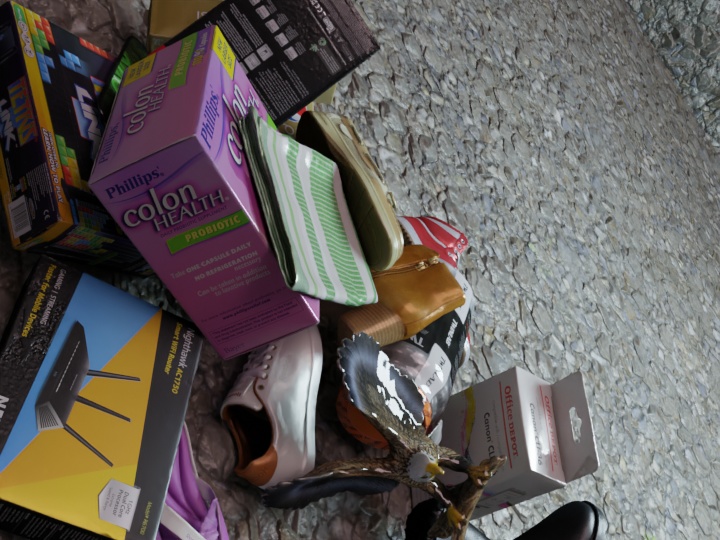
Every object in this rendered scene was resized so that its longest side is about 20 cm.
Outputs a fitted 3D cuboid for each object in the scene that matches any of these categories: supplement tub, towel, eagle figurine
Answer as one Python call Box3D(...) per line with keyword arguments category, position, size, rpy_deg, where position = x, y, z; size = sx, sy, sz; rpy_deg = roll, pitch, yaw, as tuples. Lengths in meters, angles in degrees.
Box3D(category="supplement tub", position=(0.047, 0.085, 1.012), size=(0.123, 0.122, 0.201), rpy_deg=(46, 36, -18))
Box3D(category="towel", position=(-0.040, -0.046, 0.821), size=(0.200, 0.023, 0.155), rpy_deg=(24, 48, -71))
Box3D(category="eagle figurine", position=(0.026, 0.160, 0.838), size=(0.198, 0.151, 0.153), rpy_deg=(26, 46, -13))

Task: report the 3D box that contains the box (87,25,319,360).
Box3D(category="box", position=(-0.118, -0.065, 0.797), size=(0.177, 0.095, 0.201), rpy_deg=(-92, 156, -51))

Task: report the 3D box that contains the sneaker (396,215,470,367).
Box3D(category="sneaker", position=(0.101, 0.019, 1.172), size=(0.112, 0.071, 0.202), rpy_deg=(-11, 72, -50))

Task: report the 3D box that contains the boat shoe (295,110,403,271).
Box3D(category="boat shoe", position=(-0.001, -0.085, 0.957), size=(0.062, 0.074, 0.202), rpy_deg=(-6, 48, -32))

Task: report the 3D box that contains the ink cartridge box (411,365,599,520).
Box3D(category="ink cartridge box", position=(0.143, 0.179, 0.994), size=(0.067, 0.199, 0.118), rpy_deg=(26, 46, -37))

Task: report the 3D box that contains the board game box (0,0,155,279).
Box3D(category="board game box", position=(-0.238, -0.104, 0.815), size=(0.165, 0.056, 0.203), rpy_deg=(17, 52, -63))

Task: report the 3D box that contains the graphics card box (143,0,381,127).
Box3D(category="graphics card box", position=(-0.093, -0.206, 0.915), size=(0.199, 0.051, 0.126), rpy_deg=(-39, 101, -10))

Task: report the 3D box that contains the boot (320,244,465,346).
Box3D(category="boot", position=(0.000, 0.000, 0.972), size=(0.143, 0.072, 0.201), rpy_deg=(-24, 50, -30))

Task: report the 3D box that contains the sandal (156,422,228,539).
Box3D(category="sandal", position=(-0.140, 0.190, 0.762), size=(0.082, 0.050, 0.205), rpy_deg=(-9, 71, -53))

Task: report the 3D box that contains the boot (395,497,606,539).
Box3D(category="boot", position=(0.132, 0.274, 0.941), size=(0.168, 0.076, 0.201), rpy_deg=(42, 82, -16))

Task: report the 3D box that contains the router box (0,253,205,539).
Box3D(category="router box", position=(-0.208, 0.103, 0.715), size=(0.148, 0.051, 0.202), rpy_deg=(27, 44, -21))

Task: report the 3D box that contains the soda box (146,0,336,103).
Box3D(category="soda box", position=(-0.120, -0.229, 0.987), size=(0.197, 0.068, 0.065), rpy_deg=(4, 56, -14))

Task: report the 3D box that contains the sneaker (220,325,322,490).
Box3D(category="sneaker", position=(-0.085, 0.099, 0.878), size=(0.084, 0.072, 0.203), rpy_deg=(26, 48, -42))

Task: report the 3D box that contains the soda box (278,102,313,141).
Box3D(category="soda box", position=(-0.091, -0.138, 1.040), size=(0.063, 0.068, 0.203), rpy_deg=(17, 52, -30))

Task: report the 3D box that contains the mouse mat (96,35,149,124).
Box3D(category="mouse mat", position=(-0.175, -0.111, 0.904), size=(0.201, 0.007, 0.162), rpy_deg=(57, 19, -31))
